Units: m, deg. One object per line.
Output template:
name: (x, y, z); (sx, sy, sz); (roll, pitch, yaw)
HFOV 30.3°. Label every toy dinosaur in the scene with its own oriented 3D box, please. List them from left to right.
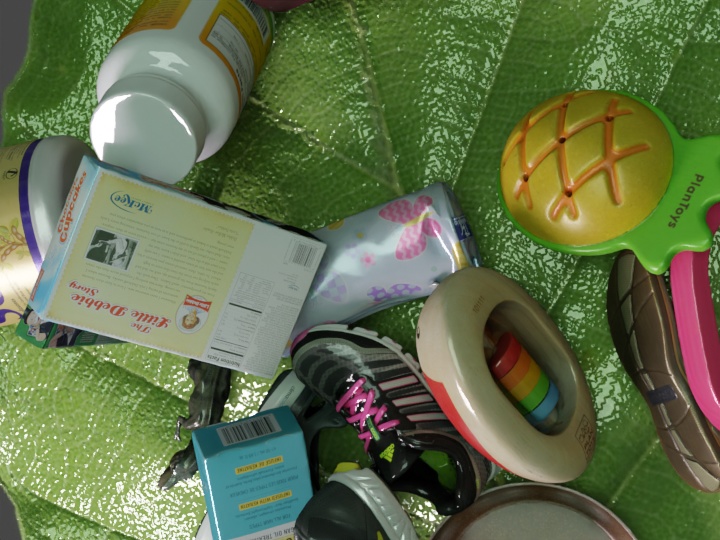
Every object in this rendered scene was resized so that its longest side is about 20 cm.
toy dinosaur: (-0.126, 0.087, 1.106); (0.047, 0.088, 0.202); (14, 77, -11)

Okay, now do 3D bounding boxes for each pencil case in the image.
pencil case: (0.000, 0.000, 1.083); (0.199, 0.083, 0.091); (-20, 94, 12)

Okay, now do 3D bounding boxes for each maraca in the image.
maraca: (0.190, -0.070, 1.012); (0.199, 0.107, 0.138); (24, 85, 39)

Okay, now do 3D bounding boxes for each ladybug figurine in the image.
ladybug figurine: (0.110, 0.087, 1.036); (0.072, 0.136, 0.200); (-21, 116, 42)

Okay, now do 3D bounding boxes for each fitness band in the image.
fitness band: (0.305, 0.033, 1.006); (0.143, 0.037, 0.202); (-9, 87, -19)

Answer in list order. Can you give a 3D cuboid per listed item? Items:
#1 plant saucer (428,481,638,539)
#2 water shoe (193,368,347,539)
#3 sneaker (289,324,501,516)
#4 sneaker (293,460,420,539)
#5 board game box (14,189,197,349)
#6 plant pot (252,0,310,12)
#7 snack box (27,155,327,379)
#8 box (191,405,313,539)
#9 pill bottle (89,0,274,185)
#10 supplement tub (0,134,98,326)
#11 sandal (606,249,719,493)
plant saucer: (0.142, 0.269, 1.078); (0.199, 0.034, 0.202); (0, 91, 12)
water shoe: (-0.074, 0.182, 1.106); (0.079, 0.072, 0.201); (27, 98, 3)
sneaker: (0.024, 0.121, 1.050); (0.200, 0.088, 0.074); (38, 123, -6)
sneaker: (0.021, 0.248, 1.031); (0.084, 0.074, 0.200); (-36, 87, -24)
board game box: (-0.189, -0.006, 1.063); (0.029, 0.200, 0.135); (25, 95, 14)
plant pot: (-0.029, -0.304, 1.042); (0.178, 0.200, 0.201); (-31, 84, 26)
snack box: (-0.131, 0.002, 0.985); (0.037, 0.199, 0.117); (32, 101, 55)
box: (-0.075, 0.214, 1.064); (0.082, 0.049, 0.201); (-14, 114, -13)
pill bottle: (-0.141, -0.153, 1.042); (0.110, 0.201, 0.112); (6, 128, 8)
supplement tub: (-0.315, -0.024, 1.119); (0.199, 0.145, 0.147); (-12, 88, 12)
sandal: (0.248, 0.073, 1.037); (0.054, 0.080, 0.201); (-23, 88, -22)
